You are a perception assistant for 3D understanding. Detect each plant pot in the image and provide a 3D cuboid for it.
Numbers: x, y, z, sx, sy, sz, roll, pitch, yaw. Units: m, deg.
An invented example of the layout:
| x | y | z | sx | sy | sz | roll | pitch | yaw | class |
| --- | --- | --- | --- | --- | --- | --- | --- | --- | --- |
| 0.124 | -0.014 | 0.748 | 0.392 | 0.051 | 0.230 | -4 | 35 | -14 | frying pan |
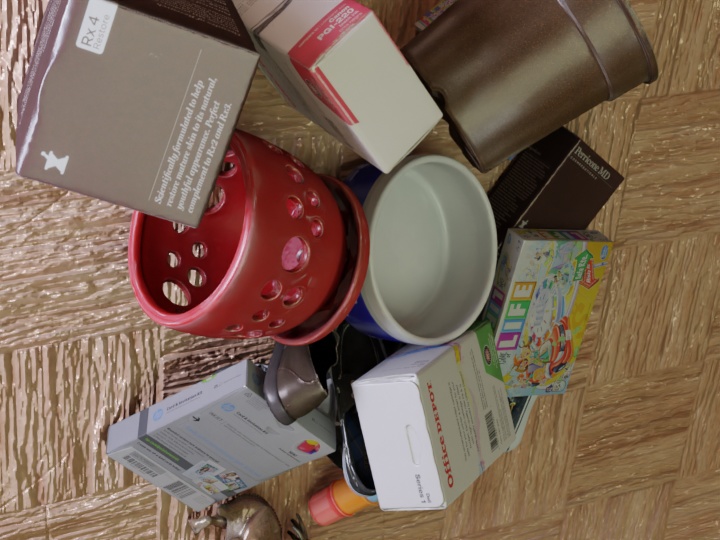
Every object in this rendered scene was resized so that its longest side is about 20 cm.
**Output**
| x | y | z | sx | sy | sz | roll | pitch | yaw | class |
| --- | --- | --- | --- | --- | --- | --- | --- | --- | --- |
| 0.157 | -0.214 | 1.382 | 0.197 | 0.201 | 0.201 | -35 | 129 | 1 | plant pot |
| -0.104 | -0.029 | 1.381 | 0.181 | 0.200 | 0.202 | 13 | 110 | -44 | plant pot |

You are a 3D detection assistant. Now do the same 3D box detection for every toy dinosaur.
| x | y | z | sx | sy | sz | roll | pitch | yaw | class |
| --- | --- | --- | --- | --- | --- | --- | --- | --- | --- |
| -0.117 | 0.315 | 1.640 | 0.135 | 0.086 | 0.201 | -28 | 123 | -13 | toy dinosaur |

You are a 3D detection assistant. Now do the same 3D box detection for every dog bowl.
| x | y | z | sx | sy | sz | roll | pitch | yaw | class |
| --- | --- | --- | --- | --- | --- | --- | --- | --- | --- |
| 0.054 | -0.023 | 1.494 | 0.199 | 0.078 | 0.203 | -3 | 94 | -44 | dog bowl |

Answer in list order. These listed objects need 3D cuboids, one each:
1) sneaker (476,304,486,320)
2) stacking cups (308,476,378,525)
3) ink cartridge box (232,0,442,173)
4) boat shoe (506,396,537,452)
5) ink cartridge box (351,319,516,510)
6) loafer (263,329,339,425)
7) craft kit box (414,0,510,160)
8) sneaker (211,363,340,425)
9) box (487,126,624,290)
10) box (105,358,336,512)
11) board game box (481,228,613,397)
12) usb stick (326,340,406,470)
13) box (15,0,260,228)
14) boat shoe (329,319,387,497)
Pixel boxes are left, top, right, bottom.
| x | y | z | sx | sy | sz | roll | pitch | yaw | class |
| --- | --- | --- | --- | --- | --- | --- | --- | --- | --- |
| 0.079 | 0.096 | 1.640 | 0.200 | 0.074 | 0.116 | -41 | 126 | -13 | sneaker |
| 0.026 | 0.249 | 1.652 | 0.199 | 0.061 | 0.060 | -35 | 134 | 28 | stacking cups |
| -0.031 | -0.197 | 1.318 | 0.085 | 0.200 | 0.146 | -45 | 130 | -7 | ink cartridge box |
| 0.168 | 0.145 | 1.711 | 0.090 | 0.071 | 0.202 | -7 | 122 | -32 | boat shoe |
| 0.082 | 0.153 | 1.502 | 0.200 | 0.083 | 0.146 | -28 | 107 | -58 | ink cartridge box |
| -0.050 | 0.079 | 1.474 | 0.070 | 0.201 | 0.073 | -17 | 129 | 20 | loafer |
| 0.183 | -0.255 | 1.512 | 0.200 | 0.049 | 0.198 | -41 | 132 | -4 | craft kit box |
| -0.073 | 0.142 | 1.573 | 0.198 | 0.090 | 0.067 | 6 | 87 | -8 | sneaker |
| 0.202 | -0.063 | 1.614 | 0.100 | 0.075 | 0.201 | 31 | 97 | -39 | box |
| -0.151 | 0.182 | 1.509 | 0.199 | 0.041 | 0.156 | -26 | 134 | 26 | box |
| 0.204 | 0.050 | 1.611 | 0.133 | 0.034 | 0.202 | 0 | 116 | -32 | board game box |
| 0.012 | 0.139 | 1.629 | 0.032 | 0.055 | 0.202 | 7 | 113 | -44 | usb stick |
| -0.201 | -0.166 | 1.219 | 0.163 | 0.200 | 0.167 | 17 | 109 | -20 | box |
| 0.005 | 0.144 | 1.509 | 0.068 | 0.057 | 0.202 | -6 | 87 | -9 | boat shoe |
